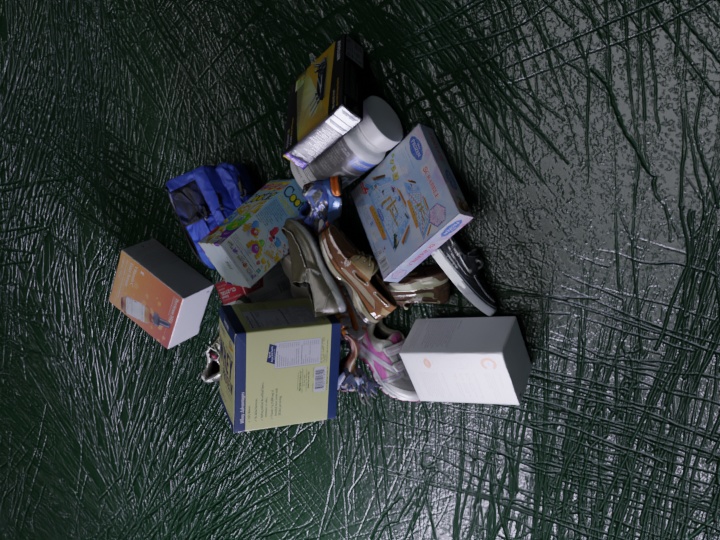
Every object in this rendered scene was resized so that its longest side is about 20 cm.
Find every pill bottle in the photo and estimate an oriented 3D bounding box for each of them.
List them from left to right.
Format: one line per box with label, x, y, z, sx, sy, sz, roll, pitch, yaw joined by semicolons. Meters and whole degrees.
pill bottle;-0.025;-0.223;1.380;0.199;0.114;0.114;-31;89;36

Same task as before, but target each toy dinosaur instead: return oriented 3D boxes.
toy dinosaur;-0.020;0.208;1.514;0.181;0.104;0.202;-159;73;-69

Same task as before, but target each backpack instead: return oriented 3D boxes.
backpack;-0.283;-0.112;1.548;0.166;0.162;0.202;-20;94;14

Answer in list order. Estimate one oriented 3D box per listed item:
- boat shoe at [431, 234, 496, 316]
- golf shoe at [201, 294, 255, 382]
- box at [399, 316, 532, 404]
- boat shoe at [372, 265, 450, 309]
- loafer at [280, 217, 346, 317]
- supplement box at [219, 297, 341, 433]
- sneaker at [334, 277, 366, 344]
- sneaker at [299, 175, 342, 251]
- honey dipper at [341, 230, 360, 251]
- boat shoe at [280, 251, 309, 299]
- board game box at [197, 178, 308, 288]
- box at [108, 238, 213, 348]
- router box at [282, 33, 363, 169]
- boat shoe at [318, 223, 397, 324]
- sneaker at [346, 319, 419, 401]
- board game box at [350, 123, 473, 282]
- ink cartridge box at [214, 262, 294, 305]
boat shoe;0.187;-0.010;1.353;0.068;0.072;0.201;-40;86;13
golf shoe;-0.251;0.142;1.482;0.077;0.088;0.201;35;124;22
box;0.191;0.161;1.367;0.198;0.098;0.125;-3;126;32
boat shoe;0.075;0.042;1.435;0.201;0.075;0.076;-3;113;33
loafer;-0.097;-0.003;1.379;0.069;0.075;0.201;-28;80;-9
supplement box;-0.154;0.172;1.418;0.134;0.198;0.202;-139;49;-61
sneaker;-0.054;0.053;1.494;0.077;0.078;0.202;-36;61;47
sneaker;-0.075;-0.099;1.404;0.077;0.076;0.201;2;138;-3
honey dipper;-0.049;-0.082;1.494;0.200;0.038;0.038;47;124;5
boat shoe;-0.104;0.022;1.517;0.072;0.063;0.201;32;155;30
board game box;-0.191;-0.074;1.451;0.103;0.200;0.105;6;135;54
box;-0.459;0.051;1.743;0.199;0.106;0.153;34;121;18
router box;-0.064;-0.299;1.340;0.052;0.202;0.157;30;132;-32
boat shoe;0.000;0.000;1.374;0.073;0.076;0.201;-26;107;22
sneaker;0.059;0.169;1.481;0.200;0.081;0.088;44;125;11
board game box;0.084;-0.117;1.342;0.199;0.041;0.202;-41;56;35
ink cartridge box;-0.192;0.089;1.567;0.082;0.145;0.202;-19;96;37
